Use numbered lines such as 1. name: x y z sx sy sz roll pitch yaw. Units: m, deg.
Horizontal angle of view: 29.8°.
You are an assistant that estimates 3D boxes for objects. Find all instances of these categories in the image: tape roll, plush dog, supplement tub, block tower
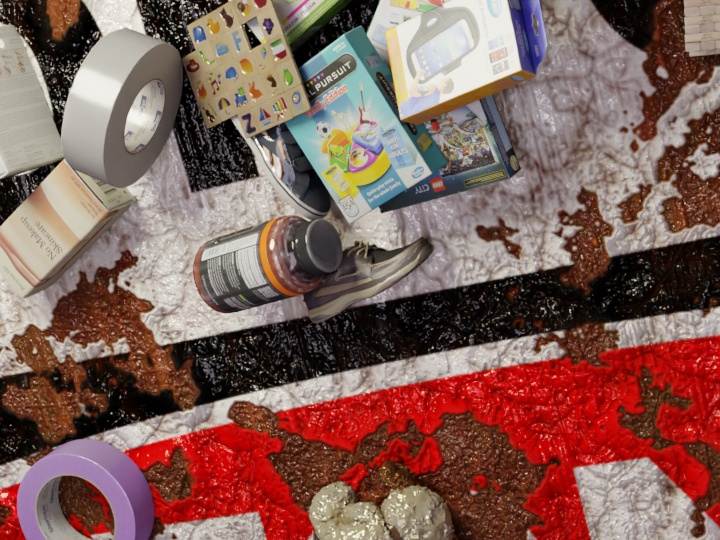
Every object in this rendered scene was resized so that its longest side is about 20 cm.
1. tape roll: -0.411 0.357 2.030 0.200 0.066 0.201 5 106 19
2. plush dog: 0.042 0.360 1.840 0.172 0.160 0.200 -34 91 0
3. supplement tub: -0.119 -0.011 1.785 0.200 0.107 0.107 -15 99 37
4. tape roll: -0.309 -0.212 1.771 0.066 0.200 0.201 21 110 13
5. block tower: 0.400 -0.348 1.565 0.054 0.058 0.200 -2 104 21

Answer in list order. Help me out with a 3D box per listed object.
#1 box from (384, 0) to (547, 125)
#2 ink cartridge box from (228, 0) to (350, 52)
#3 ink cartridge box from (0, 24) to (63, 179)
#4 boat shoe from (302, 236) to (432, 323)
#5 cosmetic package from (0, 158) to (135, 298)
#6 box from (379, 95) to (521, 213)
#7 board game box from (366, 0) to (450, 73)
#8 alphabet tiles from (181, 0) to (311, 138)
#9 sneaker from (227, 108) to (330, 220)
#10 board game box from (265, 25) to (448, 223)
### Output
1. box: 0.124 -0.261 1.596 0.200 0.041 0.119 -20 73 37
2. ink cartridge box: -0.109 -0.395 1.721 0.148 0.076 0.200 -38 91 24
3. ink cartridge box: -0.493 -0.230 1.852 0.050 0.162 0.200 -21 96 21
4. boat shoe: 0.000 0.000 1.787 0.200 0.074 0.073 -29 93 22
5. cosmetic package: -0.427 -0.065 1.913 0.103 0.087 0.200 48 114 1
6. box: 0.087 -0.160 1.701 0.200 0.038 0.137 -13 107 36
7. board game box: 0.103 -0.326 1.683 0.153 0.040 0.200 28 111 11
8. alphabet tiles: -0.154 -0.256 1.734 0.200 0.008 0.167 -17 94 47
9. sneaker: -0.091 -0.162 1.774 0.079 0.078 0.200 -37 88 29
10. board game box: -0.007 -0.179 1.696 0.151 0.047 0.200 -30 95 38
